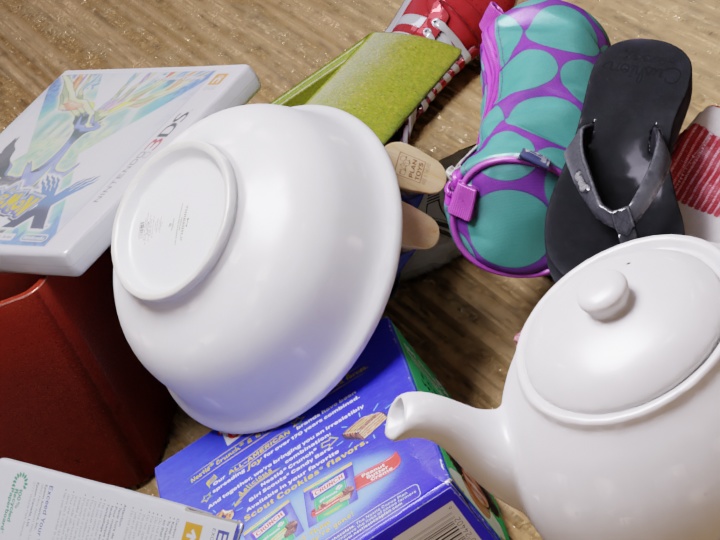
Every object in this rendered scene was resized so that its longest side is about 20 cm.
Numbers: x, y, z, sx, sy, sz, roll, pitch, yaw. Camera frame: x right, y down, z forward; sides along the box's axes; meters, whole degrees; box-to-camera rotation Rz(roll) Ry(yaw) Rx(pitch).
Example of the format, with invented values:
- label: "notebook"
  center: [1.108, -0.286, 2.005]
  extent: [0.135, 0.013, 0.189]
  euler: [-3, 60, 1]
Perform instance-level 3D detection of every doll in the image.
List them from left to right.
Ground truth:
- label: "doll"
  center: [0.000, 0.000, 1.688]
  extent: [0.200, 0.048, 0.137]
  euler: [123, 160, -55]

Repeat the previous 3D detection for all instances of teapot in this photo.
- label: "teapot"
  center: [0.151, 0.052, 1.366]
  extent: [0.197, 0.146, 0.200]
  euler: [11, 55, 41]

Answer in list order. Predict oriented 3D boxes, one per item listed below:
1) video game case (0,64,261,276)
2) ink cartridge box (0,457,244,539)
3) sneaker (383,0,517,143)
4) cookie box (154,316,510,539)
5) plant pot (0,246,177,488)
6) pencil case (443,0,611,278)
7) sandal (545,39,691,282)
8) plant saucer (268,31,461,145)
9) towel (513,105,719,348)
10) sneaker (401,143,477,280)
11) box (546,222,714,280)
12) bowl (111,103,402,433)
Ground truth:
- label: "video game case"
  center: [-0.181, -0.065, 1.730]
  extent: [0.199, 0.022, 0.182]
  euler: [2, 43, 49]
- label: "ink cartridge box"
  center: [-0.144, 0.214, 1.475]
  extent: [0.199, 0.043, 0.198]
  euler: [10, 83, 41]
- label: "sneaker"
  center: [0.035, -0.137, 1.936]
  extent: [0.200, 0.071, 0.113]
  euler: [-38, 21, 11]
- label: "cookie box"
  center: [-0.018, 0.136, 1.534]
  extent: [0.171, 0.075, 0.200]
  euler: [-33, 27, 7]
- label: "plant pot"
  center: [-0.218, 0.049, 1.798]
  extent: [0.199, 0.177, 0.200]
  euler: [-20, 30, 24]
- label: "pencil case"
  center: [0.103, -0.084, 1.664]
  extent: [0.085, 0.092, 0.200]
  euler: [-60, 9, 34]
- label: "sandal"
  center: [0.143, -0.058, 1.532]
  extent: [0.076, 0.043, 0.201]
  euler: [1, 50, 9]
- label: "plant saucer"
  center: [-0.049, -0.075, 1.733]
  extent: [0.199, 0.048, 0.200]
  euler: [-32, 9, 30]
- label: "towel"
  center: [0.194, -0.003, 1.525]
  extent: [0.144, 0.023, 0.200]
  euler: [23, 64, 40]
- label: "sneaker"
  center: [0.007, -0.037, 1.785]
  extent: [0.199, 0.088, 0.076]
  euler: [-31, 24, 6]
- label: "box"
  center: [0.163, -0.033, 1.652]
  extent: [0.110, 0.035, 0.200]
  euler: [-41, 27, -12]
- label: "bowl"
  center: [-0.078, -0.015, 1.575]
  extent: [0.200, 0.090, 0.202]
  euler: [-21, 58, 36]
